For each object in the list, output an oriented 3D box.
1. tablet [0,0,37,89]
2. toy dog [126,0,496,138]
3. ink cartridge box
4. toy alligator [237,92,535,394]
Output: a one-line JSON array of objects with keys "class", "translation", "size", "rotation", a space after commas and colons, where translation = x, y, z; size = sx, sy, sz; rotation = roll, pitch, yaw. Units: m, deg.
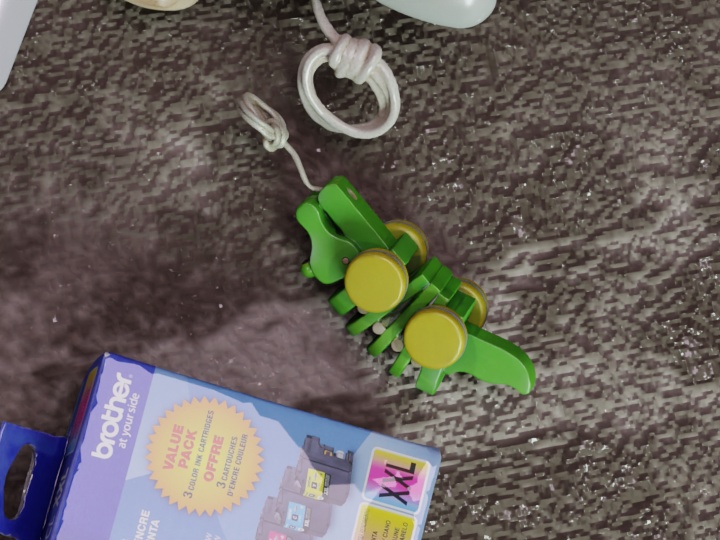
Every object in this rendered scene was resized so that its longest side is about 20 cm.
[{"class": "tablet", "translation": [-0.205, -0.196, 1.223], "size": [0.130, 0.014, 0.200], "rotation": [21, 74, -8]}, {"class": "toy dog", "translation": [-0.033, -0.170, 1.220], "size": [0.200, 0.132, 0.096], "rotation": [31, 34, -10]}, {"class": "ink cartridge box", "translation": [-0.078, 0.123, 1.154], "size": [0.200, 0.076, 0.137], "rotation": [16, 75, -8]}, {"class": "toy alligator", "translation": [0.000, 0.000, 1.212], "size": [0.200, 0.059, 0.054], "rotation": [43, 113, -2]}]
